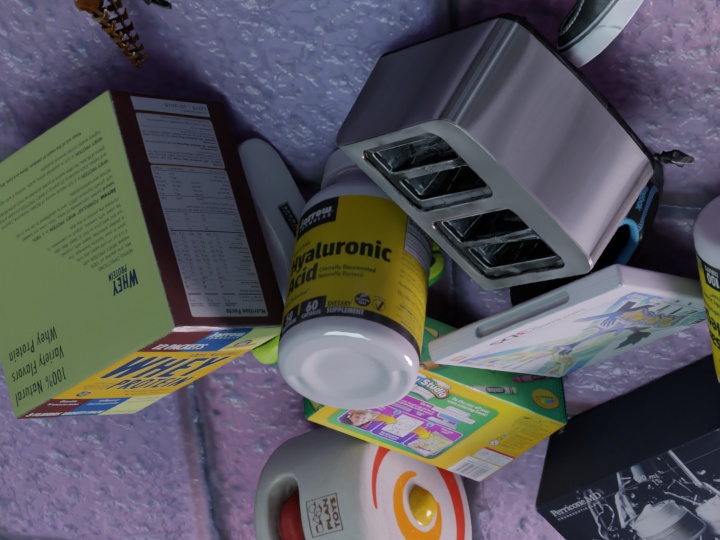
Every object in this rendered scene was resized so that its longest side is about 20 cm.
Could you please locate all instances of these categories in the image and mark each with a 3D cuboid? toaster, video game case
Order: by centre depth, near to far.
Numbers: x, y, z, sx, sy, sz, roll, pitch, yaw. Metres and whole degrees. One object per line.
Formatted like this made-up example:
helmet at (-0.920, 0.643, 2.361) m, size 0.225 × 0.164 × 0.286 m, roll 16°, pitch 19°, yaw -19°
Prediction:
toaster at (0.107, -0.088, 1.589) m, size 0.181 × 0.119 × 0.200 m, roll 43°, pitch 153°, yaw -23°
video game case at (0.182, 0.044, 1.708) m, size 0.182 × 0.022 × 0.200 m, roll -24°, pitch 161°, yaw 32°

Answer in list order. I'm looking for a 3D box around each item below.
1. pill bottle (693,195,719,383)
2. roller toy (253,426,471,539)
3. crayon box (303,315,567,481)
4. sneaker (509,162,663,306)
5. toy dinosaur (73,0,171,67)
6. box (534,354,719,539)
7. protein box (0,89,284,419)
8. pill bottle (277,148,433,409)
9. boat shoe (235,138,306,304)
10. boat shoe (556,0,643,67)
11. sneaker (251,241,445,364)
pill bottle at (0.331, 0.039, 1.670) m, size 0.112 × 0.113 × 0.200 m, roll -4°, pitch 123°, yaw 19°
roller toy at (0.007, 0.224, 1.880) m, size 0.140 × 0.200 × 0.183 m, roll -20°, pitch 117°, yaw 34°
crayon box at (0.064, 0.106, 1.811) m, size 0.200 × 0.058 × 0.119 m, roll 23°, pitch 137°, yaw -31°
sneaker at (0.173, -0.009, 1.705) m, size 0.073 × 0.082 × 0.200 m, roll 23°, pitch 134°, yaw -7°
toy dinosaur at (-0.195, -0.251, 1.611) m, size 0.135 × 0.102 × 0.200 m, roll 7°, pitch 152°, yaw 30°
box at (0.287, 0.193, 1.835) m, size 0.200 × 0.104 × 0.182 m, roll -29°, pitch 116°, yaw 34°
protein box at (-0.192, -0.009, 1.702) m, size 0.198 × 0.201 × 0.135 m, roll -28°, pitch 161°, yaw 36°
pill bottle at (0.000, 0.000, 1.674) m, size 0.111 × 0.200 × 0.111 m, roll 5°, pitch 143°, yaw 4°
boat shoe at (-0.066, -0.009, 1.747) m, size 0.064 × 0.071 × 0.200 m, roll -29°, pitch 83°, yaw 44°
boat shoe at (0.184, -0.230, 1.513) m, size 0.068 × 0.074 × 0.199 m, roll 30°, pitch 136°, yaw -7°
sneaker at (-0.005, 0.025, 1.806) m, size 0.200 × 0.074 × 0.083 m, roll -29°, pitch 144°, yaw 30°
